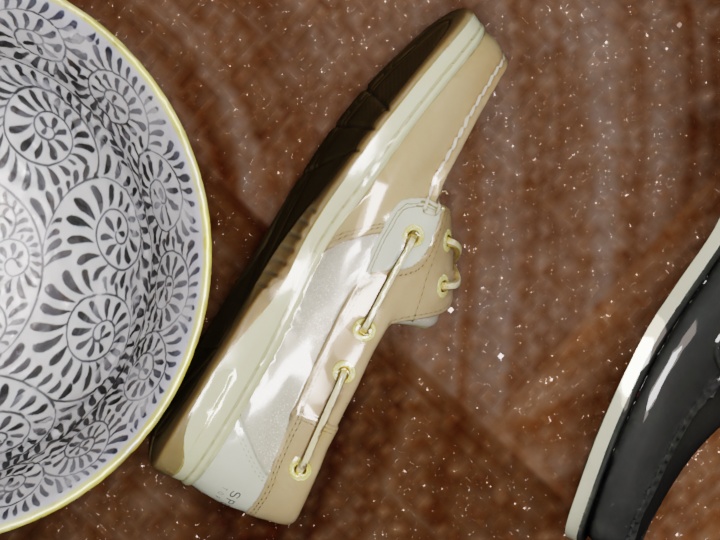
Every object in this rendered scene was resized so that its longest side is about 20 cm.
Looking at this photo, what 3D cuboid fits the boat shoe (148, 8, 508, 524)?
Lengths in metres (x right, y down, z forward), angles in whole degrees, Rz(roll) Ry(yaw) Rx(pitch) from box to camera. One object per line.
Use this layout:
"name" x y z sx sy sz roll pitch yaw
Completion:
"boat shoe" 0.000 0.000 1.068 0.066 0.074 0.201 33 90 -12

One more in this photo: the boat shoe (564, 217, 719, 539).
"boat shoe" 0.140 0.017 1.060 0.063 0.074 0.202 30 84 9

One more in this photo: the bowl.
"bowl" -0.151 -0.005 1.050 0.199 0.094 0.202 0 88 -1
